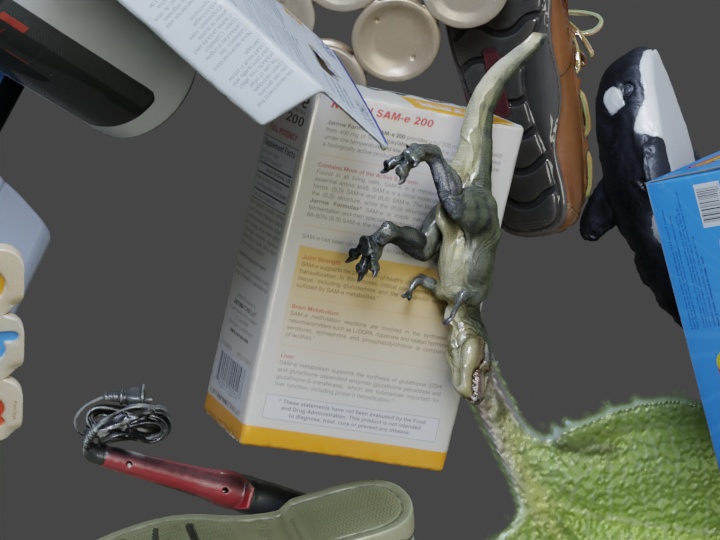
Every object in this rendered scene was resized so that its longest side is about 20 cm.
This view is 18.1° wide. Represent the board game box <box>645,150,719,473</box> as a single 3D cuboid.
[{"bbox_3d":[0.266,0.016,1.344,0.196,0.056,0.200,-22,99,-49],"label":"board game box"}]

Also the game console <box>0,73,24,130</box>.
[{"bbox_3d":[-0.235,-0.129,1.122,0.118,0.171,0.200,19,58,3],"label":"game console"}]

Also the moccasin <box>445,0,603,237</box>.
[{"bbox_3d":[0.099,-0.122,1.311,0.078,0.074,0.202,-34,110,-60],"label":"moccasin"}]

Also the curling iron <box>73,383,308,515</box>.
[{"bbox_3d":[-0.068,0.116,1.262,0.200,0.026,0.050,26,116,-25],"label":"curling iron"}]

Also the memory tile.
[{"bbox_3d":[0.010,-0.182,1.245,0.200,0.017,0.153,-35,110,14],"label":"memory tile"}]

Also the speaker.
[{"bbox_3d":[-0.167,-0.137,1.143,0.200,0.081,0.081,32,75,-58],"label":"speaker"}]

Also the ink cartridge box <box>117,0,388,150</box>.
[{"bbox_3d":[-0.083,-0.139,1.143,0.043,0.196,0.200,-45,109,7],"label":"ink cartridge box"}]

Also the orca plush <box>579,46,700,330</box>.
[{"bbox_3d":[0.170,-0.029,1.360,0.200,0.071,0.105,68,25,-15],"label":"orca plush"}]

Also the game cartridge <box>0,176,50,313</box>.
[{"bbox_3d":[-0.263,-0.024,1.169,0.200,0.040,0.133,32,65,-24],"label":"game cartridge"}]

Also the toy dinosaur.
[{"bbox_3d":[0.045,-0.031,1.198,0.088,0.047,0.200,2,101,-36],"label":"toy dinosaur"}]

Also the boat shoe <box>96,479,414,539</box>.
[{"bbox_3d":[-0.065,0.174,1.241,0.200,0.075,0.068,-10,122,-6],"label":"boat shoe"}]

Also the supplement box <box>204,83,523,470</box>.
[{"bbox_3d":[0.000,0.000,1.253,0.126,0.074,0.200,10,98,-22],"label":"supplement box"}]

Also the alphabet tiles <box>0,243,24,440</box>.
[{"bbox_3d":[-0.266,0.037,1.124,0.195,0.015,0.200,-2,124,-12],"label":"alphabet tiles"}]
